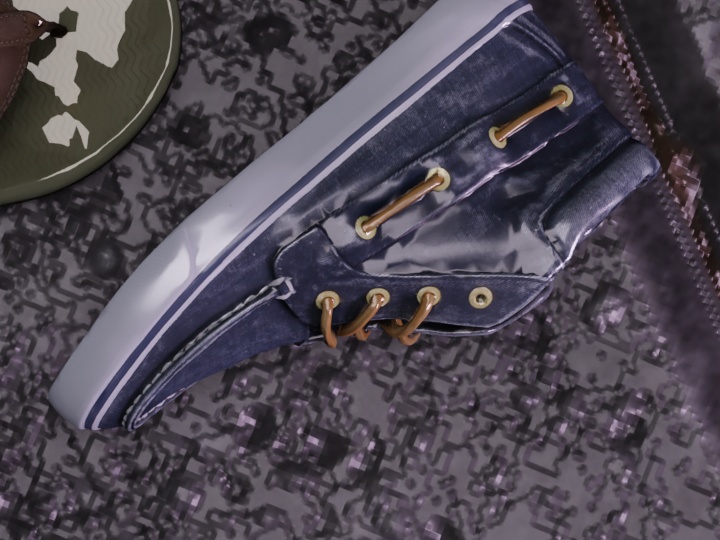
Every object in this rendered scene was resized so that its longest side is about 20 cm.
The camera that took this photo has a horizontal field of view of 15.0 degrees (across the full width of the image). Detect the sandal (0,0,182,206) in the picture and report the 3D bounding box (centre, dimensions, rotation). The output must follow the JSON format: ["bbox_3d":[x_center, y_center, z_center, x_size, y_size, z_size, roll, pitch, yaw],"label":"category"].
[{"bbox_3d":[-0.145,-0.054,0.847,0.200,0.057,0.080,-16,87,-23],"label":"sandal"}]

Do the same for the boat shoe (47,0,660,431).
[{"bbox_3d":[0.000,0.000,0.857,0.200,0.071,0.091,-42,85,-7],"label":"boat shoe"}]
